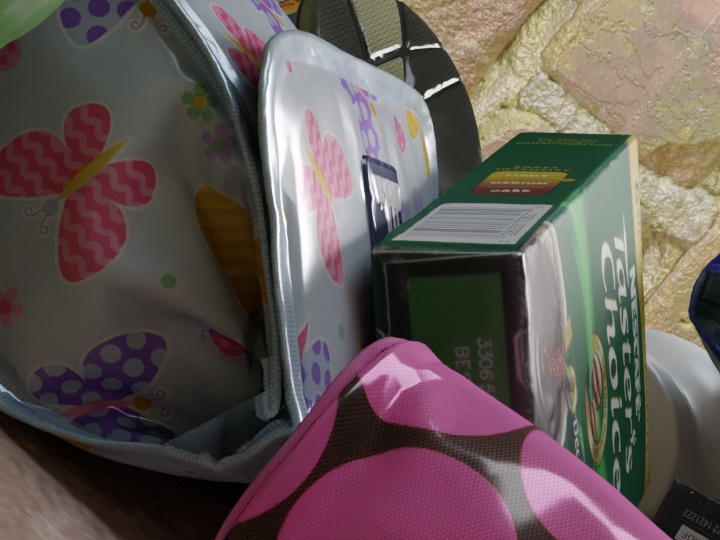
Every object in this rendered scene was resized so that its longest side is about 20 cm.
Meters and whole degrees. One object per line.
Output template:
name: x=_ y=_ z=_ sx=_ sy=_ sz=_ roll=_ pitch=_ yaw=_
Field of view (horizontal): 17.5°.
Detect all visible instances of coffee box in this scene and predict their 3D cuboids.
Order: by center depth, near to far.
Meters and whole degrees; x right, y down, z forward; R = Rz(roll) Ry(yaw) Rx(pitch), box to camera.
coffee box: x=0.049 y=0.032 z=0.671 sx=0.044 sy=0.124 sz=0.200 roll=-1 pitch=10 yaw=15

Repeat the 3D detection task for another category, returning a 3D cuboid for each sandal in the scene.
sandal: x=-0.001 y=0.001 z=0.748 sx=0.080 sy=0.057 sz=0.202 roll=10 pitch=71 yaw=-49

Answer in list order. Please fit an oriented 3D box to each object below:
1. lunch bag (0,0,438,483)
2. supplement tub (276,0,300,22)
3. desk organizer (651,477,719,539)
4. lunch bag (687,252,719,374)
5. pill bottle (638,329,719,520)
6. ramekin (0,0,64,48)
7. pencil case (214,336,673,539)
lunch bag: x=-0.053 y=-0.025 z=0.636 sx=0.200 sy=0.127 sz=0.170 roll=53 pitch=10 yaw=17
supplement tub: x=-0.064 y=-0.176 z=0.825 sx=0.145 sy=0.145 sz=0.200 roll=42 pitch=9 yaw=27
desk organizer: x=0.174 y=0.151 z=0.740 sx=0.199 sy=0.072 sz=0.077 roll=28 pitch=-8 yaw=20
lunch bag: x=0.217 y=0.065 z=0.793 sx=0.199 sy=0.128 sz=0.170 roll=27 pitch=-5 yaw=28
pill bottle: x=0.114 y=0.086 z=0.897 sx=0.112 sy=0.112 sz=0.200 roll=42 pitch=7 yaw=30
ramekin: x=-0.166 y=-0.086 z=0.484 sx=0.200 sy=0.098 sz=0.200 roll=39 pitch=6 yaw=-5
pencil case: x=0.054 y=0.105 z=0.481 sx=0.200 sy=0.094 sz=0.091 roll=38 pitch=-15 yaw=22
